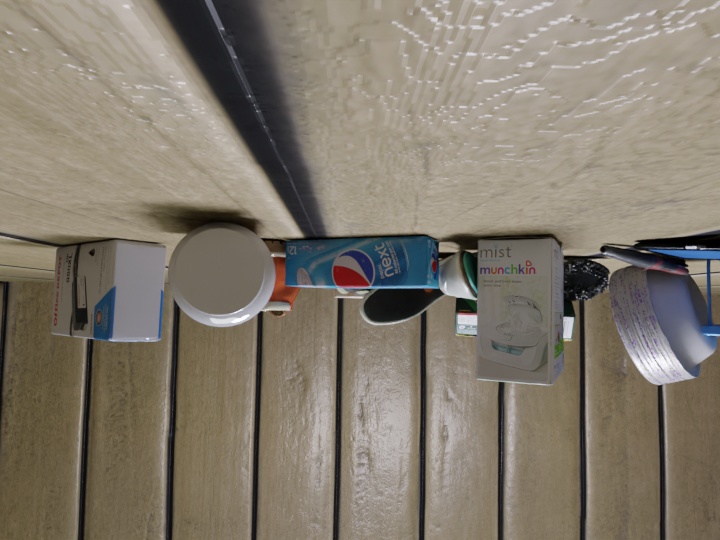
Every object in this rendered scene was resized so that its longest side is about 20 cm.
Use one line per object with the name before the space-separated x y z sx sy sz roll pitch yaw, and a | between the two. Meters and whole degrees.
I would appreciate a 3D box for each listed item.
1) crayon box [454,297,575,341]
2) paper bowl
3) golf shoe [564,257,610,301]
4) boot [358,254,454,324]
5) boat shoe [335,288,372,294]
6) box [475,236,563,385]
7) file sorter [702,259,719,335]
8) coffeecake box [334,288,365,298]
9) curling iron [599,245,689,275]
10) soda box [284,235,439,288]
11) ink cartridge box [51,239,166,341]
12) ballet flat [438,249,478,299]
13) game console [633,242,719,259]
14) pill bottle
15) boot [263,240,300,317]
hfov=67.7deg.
crayon box | 0.278 0.052 0.992 0.199 0.058 0.173 1 -148 11
paper bowl | 0.501 0.078 0.877 0.104 0.201 0.200 -25 160 38
golf shoe | 0.328 0.006 0.932 0.199 0.078 0.095 0 -161 -7
boot | 0.088 0.034 0.933 0.199 0.073 0.144 -24 -179 -5
boat shoe | 0.000 0.000 0.890 0.065 0.073 0.200 -15 173 14
box | 0.225 0.053 0.728 0.096 0.177 0.200 -1 176 24
file sorter | 0.618 0.035 0.767 0.200 0.123 0.139 -2 176 43
coffeecake box | 0.032 0.022 1.122 0.153 0.073 0.200 1 177 -10
curling iron | 0.406 -0.013 0.769 0.199 0.026 0.050 5 -170 -33
soda box | 0.001 -0.008 0.717 0.199 0.064 0.068 -1 176 22
ink cartridge box | -0.395 0.033 0.834 0.200 0.145 0.084 -3 174 39
ballet flat | 0.141 0.008 0.745 0.069 0.070 0.200 0 -175 23
game console | 0.472 0.020 0.675 0.200 0.176 0.116 3 147 -42
pill bottle | -0.154 0.007 0.608 0.112 0.113 0.200 2 177 -12
boot | -0.119 0.016 0.818 0.075 0.108 0.200 -2 177 14
